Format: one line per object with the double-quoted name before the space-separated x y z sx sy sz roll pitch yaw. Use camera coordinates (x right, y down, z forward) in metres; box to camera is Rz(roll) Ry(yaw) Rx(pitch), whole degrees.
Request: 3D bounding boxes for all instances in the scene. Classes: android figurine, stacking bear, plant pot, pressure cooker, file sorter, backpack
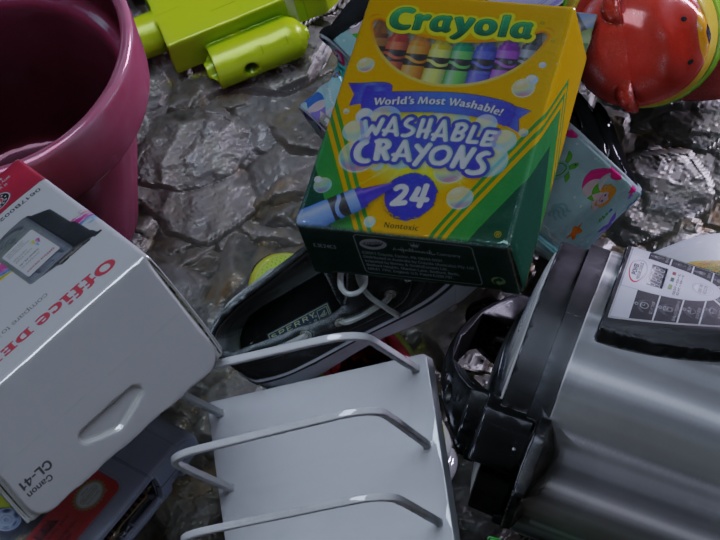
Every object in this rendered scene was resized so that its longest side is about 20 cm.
"android figurine" -0.091 -0.208 1.952 0.200 0.041 0.182 -23 53 -6
"stacking bear" 0.178 -0.150 1.749 0.114 0.122 0.200 -2 12 11
"plant pot" -0.223 -0.082 1.798 0.200 0.179 0.200 -5 54 7
"pressure cooker" 0.143 0.080 1.594 0.200 0.176 0.179 20 73 6
"file sorter" -0.027 0.146 1.577 0.139 0.125 0.200 -13 72 15
"backpack" 0.072 -0.084 1.750 0.200 0.178 0.151 40 93 27

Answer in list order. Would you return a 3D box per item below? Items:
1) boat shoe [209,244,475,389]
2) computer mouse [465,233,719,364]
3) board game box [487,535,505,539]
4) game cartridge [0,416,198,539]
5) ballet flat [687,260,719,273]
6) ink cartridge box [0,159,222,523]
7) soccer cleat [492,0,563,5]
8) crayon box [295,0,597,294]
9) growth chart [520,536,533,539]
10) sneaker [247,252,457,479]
"boat shoe" -0.001 -0.002 1.639 0.199 0.068 0.074 -28 61 17
"computer mouse" 0.173 0.024 1.732 0.200 0.044 0.110 -26 53 -9
"board game box" 0.117 0.255 1.528 0.134 0.029 0.200 10 84 18
"game cartridge" -0.204 0.143 1.625 0.133 0.041 0.200 24 61 29
"ballet flat" 0.266 0.036 1.666 0.200 0.071 0.071 23 60 9
"ink cartridge box" -0.189 0.035 1.593 0.148 0.086 0.200 -42 30 -10
"soccer cleat" 0.131 -0.180 1.887 0.200 0.068 0.073 14 84 12
"crayon box" 0.052 -0.088 1.608 0.126 0.052 0.200 6 57 18
"growth chart" 0.107 0.235 1.607 0.145 0.018 0.200 28 64 26
"sneaker" -0.007 0.047 1.719 0.078 0.090 0.200 -33 54 -13
